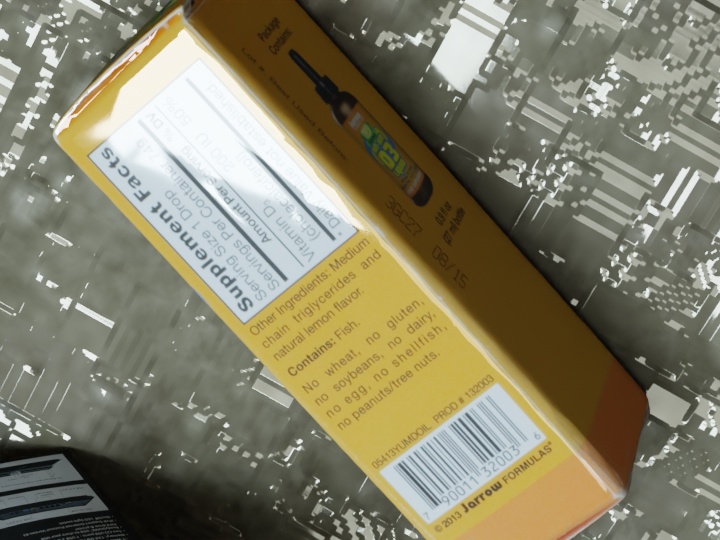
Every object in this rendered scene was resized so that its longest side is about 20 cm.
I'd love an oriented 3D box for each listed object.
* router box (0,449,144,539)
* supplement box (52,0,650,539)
[{"bbox_3d":[-0.091,0.183,0.878,0.052,0.157,0.201,-9,115,-26],"label":"router box"},{"bbox_3d":[0.000,0.000,0.831,0.069,0.067,0.200,-36,101,25],"label":"supplement box"}]
